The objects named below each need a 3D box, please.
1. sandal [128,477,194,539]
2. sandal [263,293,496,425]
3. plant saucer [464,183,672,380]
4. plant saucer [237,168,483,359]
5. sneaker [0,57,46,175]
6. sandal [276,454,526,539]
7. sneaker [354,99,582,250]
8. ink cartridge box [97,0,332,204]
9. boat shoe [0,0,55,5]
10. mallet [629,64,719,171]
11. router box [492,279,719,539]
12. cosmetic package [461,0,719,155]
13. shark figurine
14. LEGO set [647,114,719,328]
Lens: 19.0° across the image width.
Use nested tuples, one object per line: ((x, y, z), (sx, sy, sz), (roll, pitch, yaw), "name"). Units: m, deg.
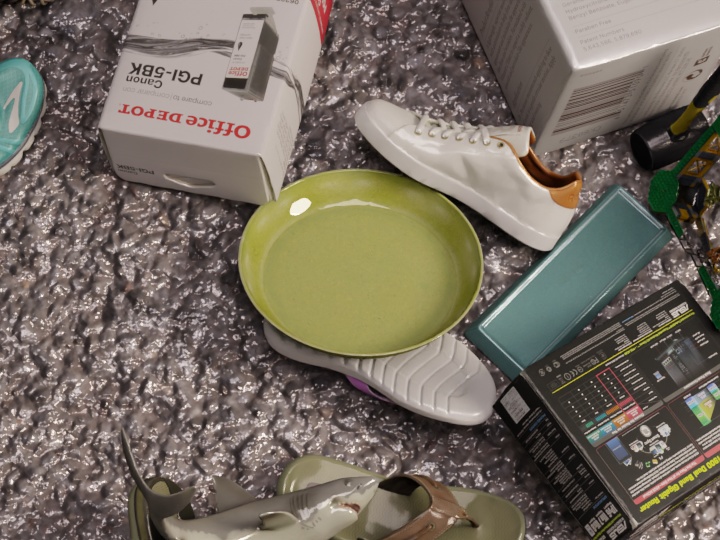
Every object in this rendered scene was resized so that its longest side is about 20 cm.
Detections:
((-0.154, 0.259, 1.614), (0.057, 0.080, 0.203), (-16, 67, 27), "sandal")
((0.018, 0.074, 1.730), (0.201, 0.050, 0.083), (24, 51, 15), "sandal")
((0.177, 0.009, 1.794), (0.070, 0.019, 0.200), (43, 67, 10), "plant saucer")
((0.000, 0.000, 1.739), (0.198, 0.031, 0.201), (1, 49, -1), "plant saucer")
((-0.330, -0.103, 1.732), (0.077, 0.080, 0.200), (42, 67, 10), "sneaker")
((0.032, 0.192, 1.674), (0.199, 0.057, 0.081), (13, 66, -3), "sandal")
((0.094, -0.103, 1.783), (0.199, 0.085, 0.073), (30, 25, -3), "sneaker")
((-0.118, -0.171, 1.775), (0.145, 0.083, 0.202), (10, 66, 10), "ink cartridge box")
((-0.281, -0.264, 1.810), (0.073, 0.075, 0.200), (39, 69, 9), "boat shoe")
((0.287, -0.141, 1.775), (0.065, 0.200, 0.041), (-24, 78, -23), "mallet")
((0.224, 0.114, 1.705), (0.199, 0.062, 0.150), (-26, 72, -36), "router box")
((0.193, -0.237, 1.818), (0.164, 0.165, 0.201), (-18, 72, -15), "cosmetic package")
((-0.105, 0.179, 1.618), (0.213, 0.129, 0.090), (9, 38, -38), "shark figurine")
((0.341, -0.039, 1.772), (0.115, 0.154, 0.201), (9, 35, -35), "LEGO set")
